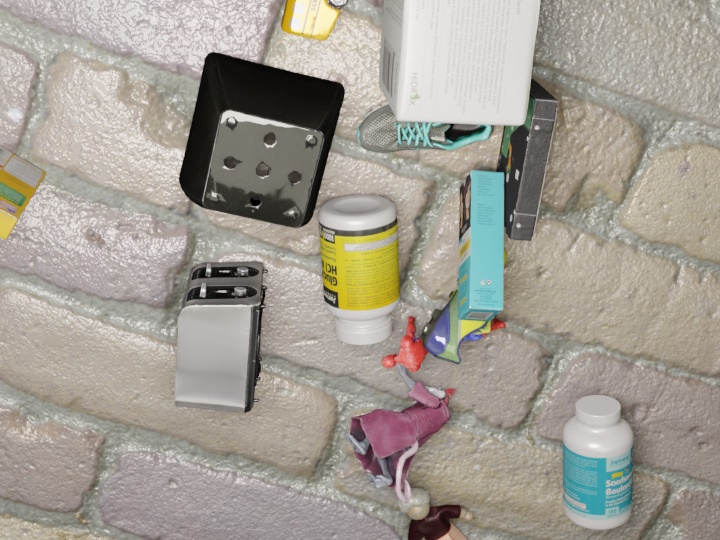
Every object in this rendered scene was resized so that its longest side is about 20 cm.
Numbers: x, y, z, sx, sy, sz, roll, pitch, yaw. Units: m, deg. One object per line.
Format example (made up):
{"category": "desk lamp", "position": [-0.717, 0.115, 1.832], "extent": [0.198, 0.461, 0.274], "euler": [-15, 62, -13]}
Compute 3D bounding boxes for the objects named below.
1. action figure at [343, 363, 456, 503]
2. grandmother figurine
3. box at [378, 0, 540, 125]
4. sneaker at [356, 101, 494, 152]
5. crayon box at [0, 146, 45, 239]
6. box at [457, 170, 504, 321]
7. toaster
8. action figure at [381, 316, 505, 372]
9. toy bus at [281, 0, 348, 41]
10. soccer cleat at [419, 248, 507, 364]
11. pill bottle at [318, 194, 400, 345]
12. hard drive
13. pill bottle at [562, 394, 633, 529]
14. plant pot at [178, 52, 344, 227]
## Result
{"category": "action figure", "position": [0.079, 0.232, 1.674], "extent": [0.200, 0.149, 0.134], "euler": [-30, 126, -28]}
{"category": "grandmother figurine", "position": [0.129, 0.427, 1.807], "extent": [0.121, 0.061, 0.200], "euler": [-38, 113, 0]}
{"category": "box", "position": [0.123, -0.307, 1.435], "extent": [0.171, 0.199, 0.200], "euler": [2, 112, -7]}
{"category": "sneaker", "position": [0.095, -0.200, 1.533], "extent": [0.200, 0.091, 0.078], "euler": [-10, 111, -1]}
{"category": "crayon box", "position": [-0.498, -0.112, 1.450], "extent": [0.126, 0.200, 0.052], "euler": [31, 106, -16]}
{"category": "box", "position": [0.170, -0.034, 1.559], "extent": [0.049, 0.082, 0.200], "euler": [4, 75, -6]}
{"category": "toaster", "position": [-0.197, 0.098, 1.578], "extent": [0.119, 0.181, 0.200], "euler": [4, 110, -4]}
{"category": "action figure", "position": [0.110, 0.096, 1.675], "extent": [0.200, 0.099, 0.065], "euler": [-24, 111, -20]}
{"category": "toy bus", "position": [-0.045, -0.408, 1.451], "extent": [0.078, 0.065, 0.200], "euler": [12, 111, -9]}
{"category": "soccer cleat", "position": [0.166, 0.051, 1.615], "extent": [0.084, 0.065, 0.200], "euler": [34, 69, 10]}
{"category": "pill bottle", "position": [0.000, 0.000, 1.592], "extent": [0.112, 0.112, 0.200], "euler": [-5, 112, -4]}
{"category": "hard drive", "position": [0.227, -0.157, 1.538], "extent": [0.038, 0.140, 0.200], "euler": [4, 110, -8]}
{"category": "pill bottle", "position": [0.377, 0.301, 1.751], "extent": [0.111, 0.111, 0.200], "euler": [-6, 113, -3]}
{"category": "plant pot", "position": [-0.132, -0.160, 1.481], "extent": [0.199, 0.177, 0.200], "euler": [12, 109, -11]}
